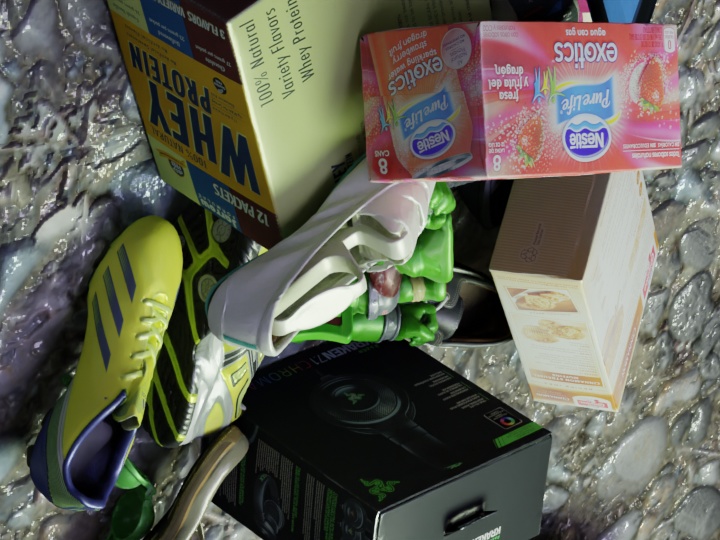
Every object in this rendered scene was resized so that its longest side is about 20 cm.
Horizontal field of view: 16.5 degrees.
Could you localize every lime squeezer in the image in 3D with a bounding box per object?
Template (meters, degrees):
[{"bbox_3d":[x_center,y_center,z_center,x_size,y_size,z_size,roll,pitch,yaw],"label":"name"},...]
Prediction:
[{"bbox_3d":[-0.176,0.151,1.713,0.070,0.038,0.201,-1,120,-11],"label":"lime squeezer"}]

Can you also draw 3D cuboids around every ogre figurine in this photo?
[{"bbox_3d":[0.000,0.000,1.686,0.119,0.200,0.099,-9,81,-8],"label":"ogre figurine"}]

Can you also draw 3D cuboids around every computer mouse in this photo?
[{"bbox_3d":[0.104,-0.138,1.814,0.141,0.046,0.201,-52,150,-41],"label":"computer mouse"}]

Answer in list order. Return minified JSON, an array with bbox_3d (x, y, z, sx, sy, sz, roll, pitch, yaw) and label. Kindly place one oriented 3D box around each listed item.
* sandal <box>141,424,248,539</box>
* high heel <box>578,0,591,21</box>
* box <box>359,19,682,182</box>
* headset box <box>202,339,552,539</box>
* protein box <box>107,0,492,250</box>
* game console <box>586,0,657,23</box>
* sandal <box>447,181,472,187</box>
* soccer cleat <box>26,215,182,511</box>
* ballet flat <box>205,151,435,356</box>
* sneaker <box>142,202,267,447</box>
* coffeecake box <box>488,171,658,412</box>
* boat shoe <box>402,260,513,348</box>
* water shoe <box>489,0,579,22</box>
[{"bbox_3d":[-0.126,0.201,1.735,0.054,0.080,0.200,32,100,-7],"label":"sandal"},{"bbox_3d":[0.163,-0.164,1.786,0.200,0.067,0.096,46,52,-81],"label":"high heel"},{"bbox_3d":[0.103,-0.106,1.549,0.199,0.102,0.095,-5,94,-47],"label":"box"},{"bbox_3d":[0.015,0.142,1.770,0.174,0.200,0.093,-19,128,-37],"label":"headset box"},{"bbox_3d":[-0.034,-0.155,1.576,0.200,0.135,0.199,-38,138,-25],"label":"protein box"},{"bbox_3d":[0.214,-0.245,1.646,0.170,0.119,0.200,-20,135,3],"label":"game console"},{"bbox_3d":[0.035,-0.083,1.704,0.199,0.043,0.076,-22,144,18],"label":"sandal"},{"bbox_3d":[-0.154,0.064,1.618,0.065,0.084,0.201,22,89,-37],"label":"soccer cleat"},{"bbox_3d":[-0.007,-0.012,1.540,0.200,0.069,0.070,-40,138,-22],"label":"ballet flat"},{"bbox_3d":[-0.096,0.026,1.683,0.076,0.075,0.201,-11,132,-44],"label":"sneaker"},{"bbox_3d":[0.164,-0.010,1.860,0.200,0.073,0.154,67,35,-56],"label":"coffeecake box"},{"bbox_3d":[0.045,0.019,1.829,0.200,0.068,0.072,12,107,-48],"label":"boat shoe"},{"bbox_3d":[0.100,-0.195,1.644,0.071,0.079,0.200,-27,157,-13],"label":"water shoe"}]
